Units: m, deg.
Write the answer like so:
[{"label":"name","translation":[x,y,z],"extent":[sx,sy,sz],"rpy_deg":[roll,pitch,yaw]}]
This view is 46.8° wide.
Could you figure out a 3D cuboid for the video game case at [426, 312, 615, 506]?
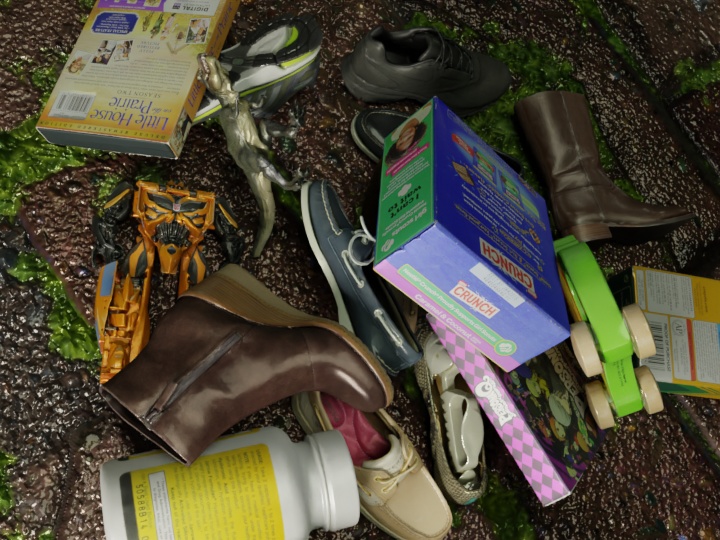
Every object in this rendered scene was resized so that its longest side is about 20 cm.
[{"label":"video game case","translation":[0.163,0.099,0.812],"extent":[0.201,0.036,0.181],"rpy_deg":[58,31,6]}]

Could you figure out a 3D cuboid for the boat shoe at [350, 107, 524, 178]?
[{"label":"boat shoe","translation":[0.088,-0.130,0.894],"extent":[0.198,0.066,0.075],"rpy_deg":[28,66,-8]}]

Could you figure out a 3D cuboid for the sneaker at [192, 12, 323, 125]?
[{"label":"sneaker","translation":[-0.123,-0.178,0.835],"extent":[0.198,0.081,0.074],"rpy_deg":[-24,60,-5]}]

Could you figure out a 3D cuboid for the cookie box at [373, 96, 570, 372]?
[{"label":"cookie box","translation":[0.099,-0.037,0.756],"extent":[0.171,0.075,0.201],"rpy_deg":[38,33,-24]}]

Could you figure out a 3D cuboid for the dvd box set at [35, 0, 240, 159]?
[{"label":"dvd box set","translation":[-0.209,-0.205,0.802],"extent":[0.145,0.029,0.202],"rpy_deg":[8,66,17]}]

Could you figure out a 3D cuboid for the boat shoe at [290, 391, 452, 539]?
[{"label":"boat shoe","translation":[0.015,0.174,0.766],"extent":[0.200,0.069,0.074],"rpy_deg":[46,65,1]}]

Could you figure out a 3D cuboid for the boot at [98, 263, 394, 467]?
[{"label":"boot","translation":[-0.089,0.099,0.684],"extent":[0.199,0.073,0.167],"rpy_deg":[33,55,8]}]

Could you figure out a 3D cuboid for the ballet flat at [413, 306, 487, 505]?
[{"label":"ballet flat","translation":[0.093,0.122,0.807],"extent":[0.067,0.075,0.202],"rpy_deg":[-4,74,-14]}]

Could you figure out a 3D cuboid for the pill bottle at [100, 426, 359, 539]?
[{"label":"pill bottle","translation":[-0.106,0.192,0.687],"extent":[0.198,0.111,0.112],"rpy_deg":[-10,76,-15]}]

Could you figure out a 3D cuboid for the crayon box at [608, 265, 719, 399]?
[{"label":"crayon box","translation":[0.379,0.075,0.935],"extent":[0.198,0.052,0.127],"rpy_deg":[9,70,-15]}]

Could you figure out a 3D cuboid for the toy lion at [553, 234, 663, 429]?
[{"label":"toy lion","translation":[0.225,0.040,0.812],"extent":[0.068,0.200,0.193],"rpy_deg":[-21,54,9]}]

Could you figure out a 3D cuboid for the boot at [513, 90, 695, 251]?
[{"label":"boot","translation":[0.282,-0.128,0.968],"extent":[0.185,0.064,0.202],"rpy_deg":[-8,70,-23]}]

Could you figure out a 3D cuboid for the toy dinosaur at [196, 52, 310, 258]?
[{"label":"toy dinosaur","translation":[-0.090,-0.110,0.777],"extent":[0.047,0.087,0.202],"rpy_deg":[-43,124,-54]}]

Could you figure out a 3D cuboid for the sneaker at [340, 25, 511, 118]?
[{"label":"sneaker","translation":[0.082,-0.221,0.910],"extent":[0.198,0.091,0.077],"rpy_deg":[-1,71,-20]}]

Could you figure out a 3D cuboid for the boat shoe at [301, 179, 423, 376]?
[{"label":"boat shoe","translation":[0.000,0.000,0.764],"extent":[0.061,0.075,0.202],"rpy_deg":[-27,69,20]}]

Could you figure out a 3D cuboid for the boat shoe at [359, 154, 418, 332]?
[{"label":"boat shoe","translation":[0.038,-0.032,0.848],"extent":[0.064,0.071,0.202],"rpy_deg":[13,79,-19]}]

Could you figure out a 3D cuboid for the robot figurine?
[{"label":"robot figurine","translation":[-0.176,0.005,0.763],"extent":[0.143,0.058,0.202],"rpy_deg":[8,70,-19]}]
